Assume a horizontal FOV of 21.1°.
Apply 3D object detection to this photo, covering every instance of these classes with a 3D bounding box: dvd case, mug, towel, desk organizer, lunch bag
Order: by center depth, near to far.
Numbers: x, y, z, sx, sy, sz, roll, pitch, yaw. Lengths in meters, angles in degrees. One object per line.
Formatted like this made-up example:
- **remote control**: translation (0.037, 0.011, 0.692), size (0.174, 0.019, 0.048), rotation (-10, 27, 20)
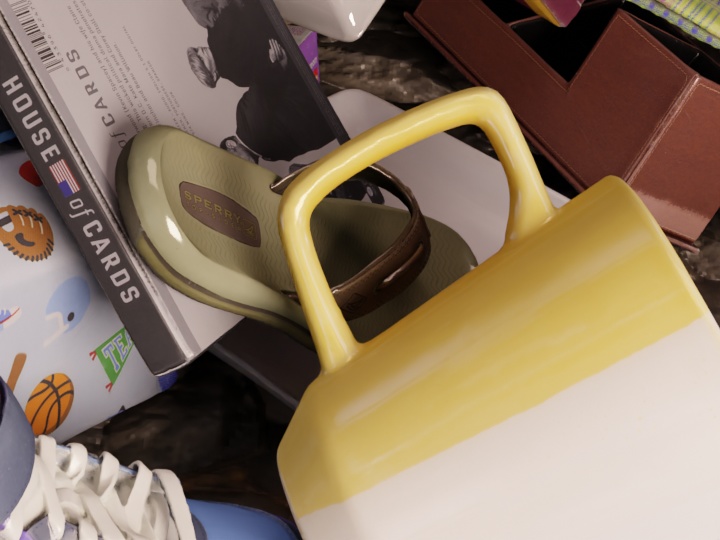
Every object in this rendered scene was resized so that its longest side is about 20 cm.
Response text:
- **mug**: translation (0.049, 0.053, 0.688), size (0.152, 0.150, 0.187), rotation (-26, 60, 2)
- **dvd case**: translation (-0.067, -0.060, 0.770), size (0.025, 0.151, 0.200), rotation (-26, 7, 28)
- **lunch bag**: translation (-0.197, -0.007, 0.777), size (0.199, 0.125, 0.170), rotation (25, 31, 32)
- **desk organizer**: translation (0.111, -0.101, 0.955), size (0.071, 0.077, 0.200), rotation (18, 23, -40)
- **towel**: translation (0.195, -0.123, 0.982), size (0.143, 0.023, 0.200), rotation (34, 20, 2)

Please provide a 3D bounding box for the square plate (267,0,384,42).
- **square plate**: translation (-0.026, -0.218, 0.895), size (0.197, 0.028, 0.201), rotation (25, 79, 38)

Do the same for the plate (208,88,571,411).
- **plate**: translation (0.000, 0.000, 0.865), size (0.199, 0.033, 0.199), rotation (31, 45, 32)

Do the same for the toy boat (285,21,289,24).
- **toy boat**: translation (-0.097, -0.200, 1.005), size (0.199, 0.132, 0.130), rotation (13, 8, 32)

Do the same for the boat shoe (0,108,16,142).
- **boat shoe**: translation (-0.163, -0.084, 0.732), size (0.084, 0.069, 0.200), rotation (23, 29, 13)

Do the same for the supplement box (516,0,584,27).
- **supplement box**: translation (0.055, -0.228, 0.940), size (0.131, 0.103, 0.200), rotation (-50, 48, 1)

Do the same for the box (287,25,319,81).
- **box**: translation (-0.135, -0.082, 0.925), size (0.198, 0.039, 0.137), rotation (7, 31, 19)

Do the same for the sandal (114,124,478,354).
- **sandal**: translation (-0.009, -0.011, 0.737), size (0.200, 0.057, 0.080), rotation (17, 47, -52)

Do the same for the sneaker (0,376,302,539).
- **sneaker**: translation (-0.108, 0.077, 0.652), size (0.198, 0.147, 0.081), rotation (-7, 37, -14)
